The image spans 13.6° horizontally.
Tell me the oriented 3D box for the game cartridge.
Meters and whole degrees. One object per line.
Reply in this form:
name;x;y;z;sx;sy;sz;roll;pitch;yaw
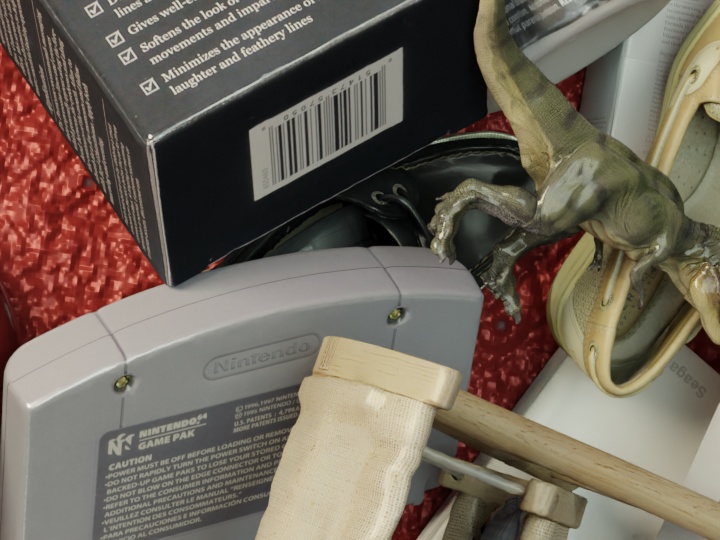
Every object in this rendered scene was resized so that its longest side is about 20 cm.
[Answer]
game cartridge;-0.049;0.057;1.191;0.199;0.042;0.134;-13;129;-25

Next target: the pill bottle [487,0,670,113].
pill bottle;0.038;-0.173;1.228;0.106;0.106;0.201;-29;82;-15

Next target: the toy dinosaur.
toy dinosaur;0.074;-0.027;1.165;0.088;0.048;0.200;-38;126;12

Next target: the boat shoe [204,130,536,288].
boat shoe;-0.001;-0.002;1.241;0.199;0.066;0.075;-21;94;-16

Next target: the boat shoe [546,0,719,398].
boat shoe;0.148;-0.040;1.231;0.073;0.063;0.201;32;98;-19

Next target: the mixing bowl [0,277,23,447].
mixing bowl;-0.216;0.041;1.143;0.199;0.108;0.201;2;84;-17

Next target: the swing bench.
swing bench;0.021;0.147;1.143;0.200;0.130;0.200;26;83;-39

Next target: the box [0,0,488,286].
box;-0.064;-0.123;1.161;0.148;0.107;0.200;-28;63;-15

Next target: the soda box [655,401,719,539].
soda box;0.185;0.054;1.213;0.064;0.068;0.201;29;111;19

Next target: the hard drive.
hard drive;0.097;0.127;1.286;0.132;0.026;0.200;40;79;-11

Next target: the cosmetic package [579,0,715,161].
cosmetic package;0.200;-0.090;1.309;0.199;0.052;0.152;11;89;-15
